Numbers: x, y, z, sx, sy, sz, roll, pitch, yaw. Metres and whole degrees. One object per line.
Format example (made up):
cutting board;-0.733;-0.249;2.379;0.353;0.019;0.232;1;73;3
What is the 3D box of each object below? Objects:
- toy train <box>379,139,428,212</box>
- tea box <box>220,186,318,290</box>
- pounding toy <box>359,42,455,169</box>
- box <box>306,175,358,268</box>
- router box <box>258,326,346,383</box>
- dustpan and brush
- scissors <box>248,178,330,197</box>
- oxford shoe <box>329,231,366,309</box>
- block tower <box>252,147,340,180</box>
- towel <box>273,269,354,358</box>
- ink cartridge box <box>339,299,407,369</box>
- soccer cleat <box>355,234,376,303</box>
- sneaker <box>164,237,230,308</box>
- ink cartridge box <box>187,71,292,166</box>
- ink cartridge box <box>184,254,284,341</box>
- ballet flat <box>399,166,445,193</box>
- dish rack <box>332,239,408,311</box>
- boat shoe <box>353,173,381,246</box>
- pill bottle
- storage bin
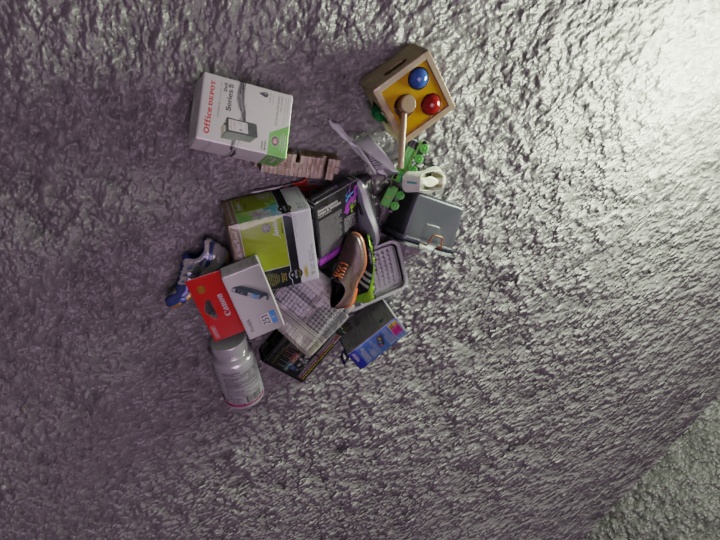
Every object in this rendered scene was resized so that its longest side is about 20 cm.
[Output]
toy train;0.110;-0.244;1.570;0.056;0.042;0.201;27;98;1
tea box;-0.217;-0.071;1.487;0.195;0.134;0.201;-14;125;-14
pounding toy;0.106;-0.382;1.440;0.200;0.142;0.184;-36;124;0
box;-0.065;-0.119;1.534;0.143;0.036;0.201;-34;141;-32
router box;-0.162;0.197;1.709;0.150;0.062;0.200;36;101;-32
dustpan and brush;0.002;-0.294;1.481;0.057;0.140;0.200;-38;100;-3
scissors;-0.170;-0.211;1.507;0.199;0.014;0.074;5;118;-23
oxford shoe;-0.035;0.003;1.553;0.072;0.071;0.201;-10;112;-61
block tower;-0.151;-0.256;1.462;0.199;0.058;0.054;3;116;-22
towel;-0.138;0.097;1.610;0.200;0.035;0.193;43;81;-9
ink cartridge box;0.016;0.182;1.727;0.200;0.137;0.076;-36;120;1
soccer cleat;0.000;0.000;1.613;0.080;0.068;0.201;-3;120;-6
sneaker;-0.413;0.002;1.503;0.200;0.075;0.088;-45;113;-1
ink cartridge box;-0.258;-0.321;1.331;0.199;0.084;0.147;8;84;-26
ink cartridge box;-0.290;0.080;1.447;0.175;0.045;0.201;-21;128;-7
ballet flat;0.175;-0.223;1.548;0.200;0.069;0.070;-17;130;-53
dish rack;0.024;0.009;1.690;0.199;0.044;0.172;-22;123;-9
boat shoe;0.023;-0.157;1.588;0.066;0.070;0.201;-36;124;-28
pill bottle;-0.331;0.260;1.647;0.113;0.113;0.201;-16;122;-13
storage bin;0.175;-0.128;1.625;0.199;0.145;0.135;13;102;-27
